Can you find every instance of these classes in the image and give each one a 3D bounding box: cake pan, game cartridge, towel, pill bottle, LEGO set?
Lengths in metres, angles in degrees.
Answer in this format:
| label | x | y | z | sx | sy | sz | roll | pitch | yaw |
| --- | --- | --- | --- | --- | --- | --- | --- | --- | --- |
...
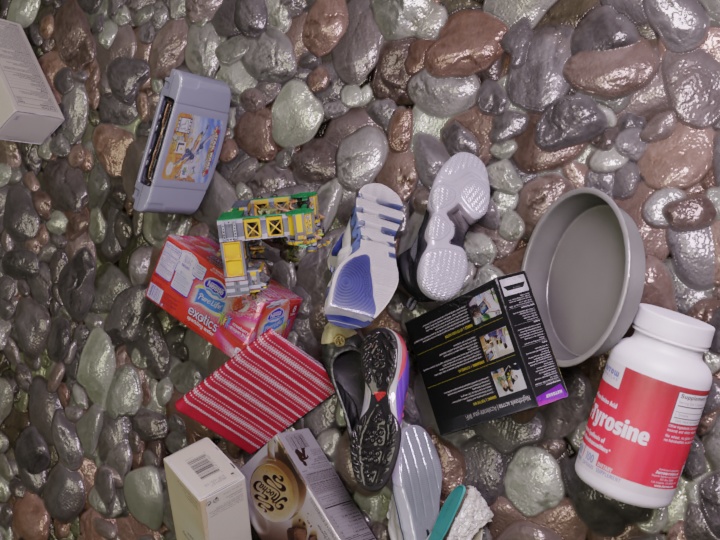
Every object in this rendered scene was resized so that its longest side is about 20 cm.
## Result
| label | x | y | z | sx | sy | sz | roll | pitch | yaw |
| --- | --- | --- | --- | --- | --- | --- | --- | --- | --- |
| cake pan | 0.248 | 0.009 | 1.156 | 0.200 | 0.036 | 0.202 | -37 | 48 | 56 |
| game cartridge | -0.248 | -0.177 | 1.460 | 0.041 | 0.133 | 0.202 | 24 | 102 | 30 |
| towel | -0.138 | 0.166 | 1.398 | 0.200 | 0.144 | 0.023 | -38 | 32 | 25 |
| pill bottle | 0.314 | 0.145 | 1.123 | 0.111 | 0.112 | 0.202 | 20 | 99 | 30 |
| LEGO set | -0.112 | -0.027 | 1.344 | 0.152 | 0.200 | 0.117 | -8 | 104 | -6 |

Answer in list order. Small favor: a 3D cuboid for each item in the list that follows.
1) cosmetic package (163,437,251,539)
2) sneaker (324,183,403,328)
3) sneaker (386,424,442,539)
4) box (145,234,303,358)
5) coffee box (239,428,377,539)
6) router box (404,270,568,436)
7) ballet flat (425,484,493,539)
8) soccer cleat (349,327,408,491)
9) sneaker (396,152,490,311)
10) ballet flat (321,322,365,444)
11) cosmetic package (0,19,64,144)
| label | x | y | z | sx | sy | sz | roll | pitch | yaw |
| --- | --- | --- | --- | --- | --- | --- | --- | --- | --- |
| cosmetic package | -0.202 | 0.340 | 1.397 | 0.103 | 0.073 | 0.202 | 34 | 136 | 43 |
| sneaker | 0.000 | -0.001 | 1.313 | 0.115 | 0.080 | 0.201 | 119 | 167 | -54 |
| sneaker | 0.060 | 0.299 | 1.302 | 0.071 | 0.072 | 0.202 | -23 | 66 | 52 |
| box | -0.192 | 0.038 | 1.444 | 0.199 | 0.095 | 0.100 | 31 | 105 | 28 |
| coffee box | -0.074 | 0.328 | 1.375 | 0.113 | 0.080 | 0.201 | -44 | 68 | 23 |
| router box | 0.141 | 0.102 | 1.215 | 0.200 | 0.051 | 0.151 | -31 | 74 | 56 |
| ballet flat | 0.099 | 0.346 | 1.223 | 0.071 | 0.072 | 0.200 | 21 | 57 | 30 |
| soccer cleat | 0.032 | 0.176 | 1.296 | 0.068 | 0.073 | 0.202 | -3 | 75 | 27 |
| sneaker | 0.095 | -0.046 | 1.279 | 0.114 | 0.075 | 0.202 | -37 | 33 | 62 |
| ballet flat | -0.001 | 0.159 | 1.340 | 0.066 | 0.057 | 0.202 | -19 | 82 | -1 |
| cosmetic package | -0.573 | -0.311 | 1.673 | 0.073 | 0.103 | 0.201 | -36 | 70 | 27 |
